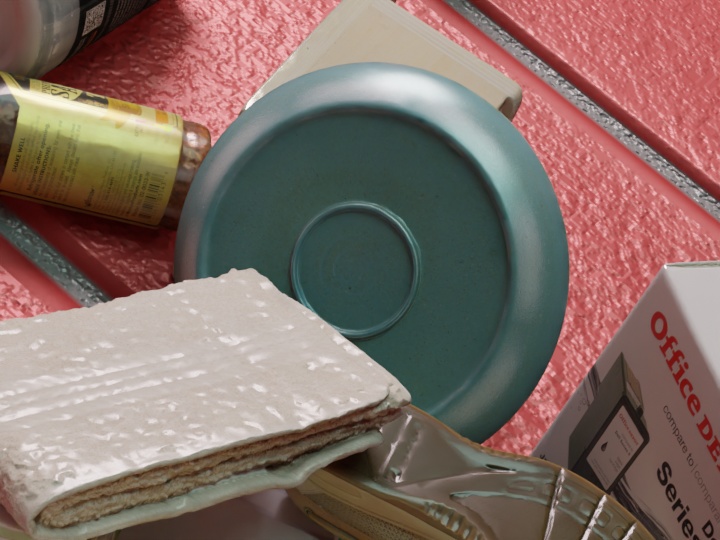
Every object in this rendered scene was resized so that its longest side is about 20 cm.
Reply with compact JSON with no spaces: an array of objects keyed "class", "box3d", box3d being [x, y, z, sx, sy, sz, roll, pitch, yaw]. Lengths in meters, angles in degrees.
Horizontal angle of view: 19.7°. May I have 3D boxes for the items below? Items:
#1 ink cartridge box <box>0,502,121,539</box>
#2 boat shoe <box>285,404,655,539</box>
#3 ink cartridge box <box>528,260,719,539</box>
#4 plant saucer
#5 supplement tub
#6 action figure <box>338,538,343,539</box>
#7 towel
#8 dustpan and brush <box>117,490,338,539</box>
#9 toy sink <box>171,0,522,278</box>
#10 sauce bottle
[{"class":"ink cartridge box","box3d":[-0.196,0.077,0.890,0.199,0.048,0.146,16,23,2]},{"class":"boat shoe","box3d":[0.055,0.124,0.945,0.199,0.065,0.072,27,49,9]},{"class":"ink cartridge box","box3d":[0.159,0.112,0.990,0.083,0.201,0.146,-1,50,-28]},{"class":"plant saucer","box3d":[0.000,0.000,0.989,0.200,0.201,0.027,39,9,11]},{"class":"supplement tub","box3d":[-0.164,-0.192,1.167,0.122,0.123,0.200,38,43,10]},{"class":"action figure","box3d":[0.035,0.185,0.968,0.117,0.055,0.201,7,49,-20]},{"class":"towel","box3d":[-0.088,0.054,0.892,0.199,0.035,0.132,-12,33,-37]},{"class":"dustpan and brush","box3d":[-0.105,0.161,0.924,0.139,0.057,0.200,23,36,7]},{"class":"toy sink","box3d":[0.006,-0.061,1.127,0.112,0.131,0.200,33,42,5]},{"class":"sauce bottle","box3d":[-0.179,-0.071,1.086,0.199,0.066,0.066,14,45,-18]}]
